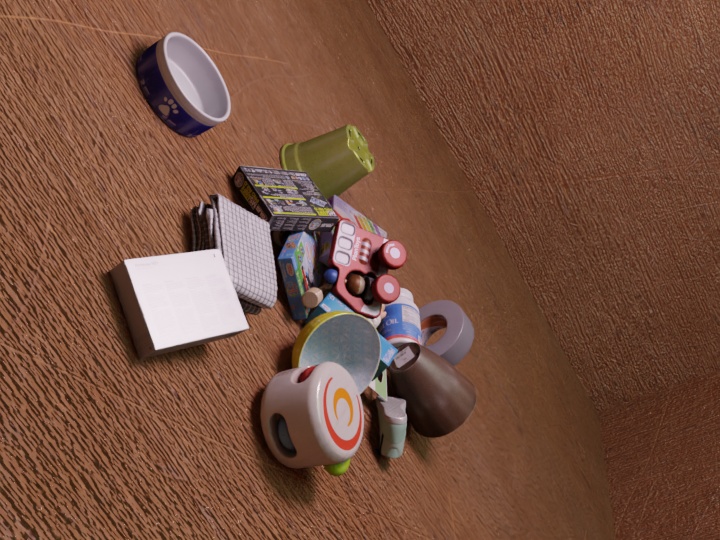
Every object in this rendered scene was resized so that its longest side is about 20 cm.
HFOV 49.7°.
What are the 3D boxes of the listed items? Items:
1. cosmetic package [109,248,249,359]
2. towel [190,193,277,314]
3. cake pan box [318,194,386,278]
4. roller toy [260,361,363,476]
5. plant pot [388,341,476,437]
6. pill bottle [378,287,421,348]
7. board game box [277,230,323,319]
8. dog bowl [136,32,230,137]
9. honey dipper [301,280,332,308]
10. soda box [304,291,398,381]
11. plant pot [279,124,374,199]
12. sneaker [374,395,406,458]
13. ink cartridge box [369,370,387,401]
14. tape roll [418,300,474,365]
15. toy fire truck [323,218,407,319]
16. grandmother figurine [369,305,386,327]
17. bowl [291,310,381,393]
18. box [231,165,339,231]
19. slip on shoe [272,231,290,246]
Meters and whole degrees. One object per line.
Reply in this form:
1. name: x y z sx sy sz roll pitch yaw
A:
1. cosmetic package: -0.291 0.049 1.270 0.200 0.052 0.151 -9 77 -51
2. towel: -0.245 -0.027 1.475 0.165 0.085 0.201 29 43 -52
3. cake pan box: -0.014 -0.057 1.869 0.200 0.052 0.185 35 43 -33
4. roller toy: -0.092 0.265 1.430 0.182 0.139 0.201 45 39 -46
5. plant pot: 0.156 0.274 1.907 0.200 0.186 0.187 52 25 -29
6. pill bottle: 0.100 0.144 2.024 0.112 0.112 0.201 48 27 -35
7. board game box: -0.128 -0.011 1.712 0.200 0.036 0.152 -76 157 -59
8. dog bowl: -0.359 -0.378 1.590 0.200 0.079 0.201 49 27 -35
9. honey dipper: -0.088 0.047 1.709 0.038 0.038 0.200 64 12 -3
10. soda box: -0.020 0.144 1.691 0.200 0.068 0.064 42 37 -1
11. plant pot: -0.072 -0.272 1.979 0.200 0.184 0.201 48 28 -36
12. sneaker: 0.065 0.363 1.800 0.200 0.073 0.119 -93 -169 -82
13. ink cartridge box: -0.013 0.203 1.791 0.200 0.048 0.146 47 28 -36
14. tape roll: 0.205 0.179 2.101 0.066 0.200 0.201 49 27 -35
15. toy fire truck: 0.000 0.000 1.738 0.167 0.112 0.201 20 68 -20
16. grandmother figurine: 0.030 0.109 1.877 0.200 0.060 0.122 -50 158 -83
17. bowl: -0.067 0.167 1.600 0.108 0.200 0.200 24 -19 53
18. box: -0.163 -0.156 1.702 0.199 0.044 0.160 -2 48 -47
19. slip on shoe: -0.158 -0.121 1.803 0.200 0.060 0.076 -57 143 -44
